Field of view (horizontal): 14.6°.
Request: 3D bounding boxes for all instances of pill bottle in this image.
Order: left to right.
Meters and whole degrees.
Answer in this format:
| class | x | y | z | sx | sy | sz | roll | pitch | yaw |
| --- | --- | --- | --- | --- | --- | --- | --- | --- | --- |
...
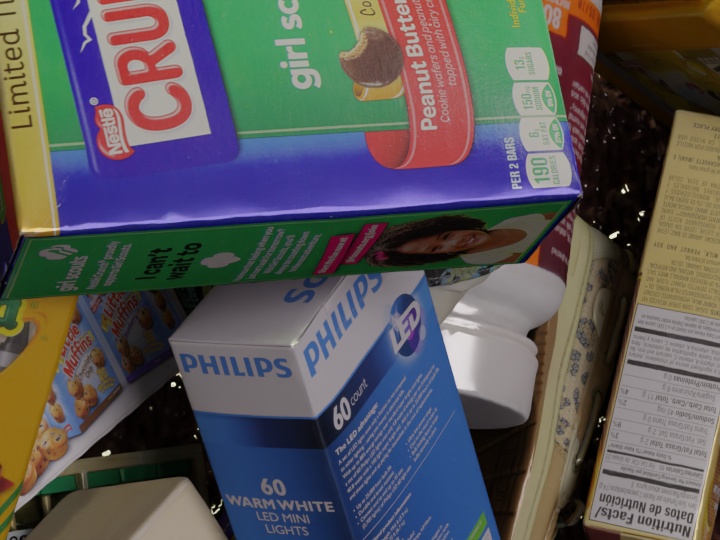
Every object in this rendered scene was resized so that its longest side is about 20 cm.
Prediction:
| class | x | y | z | sx | sy | sz | roll | pitch | yaw |
| --- | --- | --- | --- | --- | --- | --- | --- | --- | --- |
| pill bottle | 0.040 | -0.037 | 1.247 | 0.114 | 0.114 | 0.200 | 15 | 76 | -27 |

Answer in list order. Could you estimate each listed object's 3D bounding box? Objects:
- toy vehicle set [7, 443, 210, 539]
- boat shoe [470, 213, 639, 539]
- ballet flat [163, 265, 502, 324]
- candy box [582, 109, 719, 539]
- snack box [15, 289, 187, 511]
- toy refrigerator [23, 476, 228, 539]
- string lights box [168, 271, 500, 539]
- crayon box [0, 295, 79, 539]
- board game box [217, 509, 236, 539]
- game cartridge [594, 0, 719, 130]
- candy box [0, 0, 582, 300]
| class | x | y | z | sx | sy | sz | roll | pitch | yaw |
| --- | --- | --- | --- | --- | --- | --- | --- | --- | --- |
| toy vehicle set | -0.137 | 0.142 | 1.135 | 0.200 | 0.026 | 0.124 | -5 | 85 | -46 |
| boat shoe | 0.086 | 0.069 | 1.284 | 0.063 | 0.073 | 0.200 | 26 | 69 | -28 |
| ballet flat | 0.000 | 0.000 | 1.164 | 0.074 | 0.200 | 0.074 | 12 | 75 | -54 |
| candy box | 0.150 | 0.040 | 1.297 | 0.055 | 0.115 | 0.200 | 10 | 74 | 11 |
| snack box | -0.142 | 0.053 | 1.110 | 0.200 | 0.024 | 0.072 | -41 | 111 | -42 |
| toy refrigerator | -0.128 | 0.168 | 1.065 | 0.200 | 0.076 | 0.070 | -47 | 115 | -41 |
| string lights box | -0.002 | 0.083 | 1.114 | 0.103 | 0.059 | 0.200 | -51 | 133 | -47 |
| crayon box | -0.179 | 0.045 | 0.993 | 0.127 | 0.051 | 0.200 | 13 | 98 | -28 |
| board game box | -0.036 | 0.185 | 1.178 | 0.135 | 0.045 | 0.200 | 56 | 48 | -22 |
| game cartridge | 0.195 | -0.070 | 1.305 | 0.200 | 0.176 | 0.032 | 37 | 79 | -20 |
| candy box | -0.039 | -0.083 | 0.992 | 0.200 | 0.077 | 0.169 | -5 | 70 | -15 |
